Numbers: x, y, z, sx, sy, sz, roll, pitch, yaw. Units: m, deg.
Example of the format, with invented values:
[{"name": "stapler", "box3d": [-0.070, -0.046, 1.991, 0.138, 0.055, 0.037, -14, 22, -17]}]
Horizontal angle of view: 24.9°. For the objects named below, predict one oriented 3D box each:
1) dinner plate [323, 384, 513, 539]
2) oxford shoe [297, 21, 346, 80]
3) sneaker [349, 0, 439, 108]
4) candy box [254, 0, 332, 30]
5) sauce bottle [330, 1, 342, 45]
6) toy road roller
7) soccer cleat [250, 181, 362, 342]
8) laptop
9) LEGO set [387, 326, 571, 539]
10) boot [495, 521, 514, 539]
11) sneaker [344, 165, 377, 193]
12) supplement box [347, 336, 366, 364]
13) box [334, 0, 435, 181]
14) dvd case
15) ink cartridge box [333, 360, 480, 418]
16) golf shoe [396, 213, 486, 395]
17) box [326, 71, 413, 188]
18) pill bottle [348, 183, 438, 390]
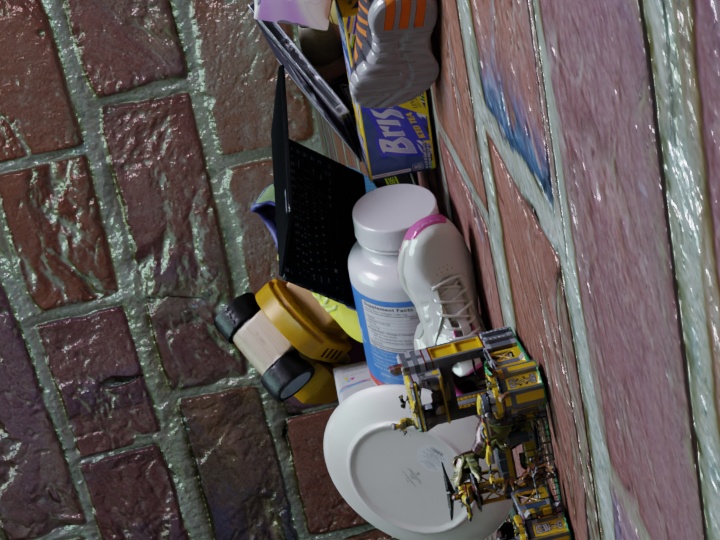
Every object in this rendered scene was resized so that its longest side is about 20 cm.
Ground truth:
[{"name": "dinner plate", "box3d": [0.053, 0.199, 1.596, 0.024, 0.199, 0.201, -56, -39, -53]}, {"name": "oxford shoe", "box3d": [-0.029, -0.294, 1.768, 0.200, 0.071, 0.074, -86, -23, -46]}, {"name": "sneaker", "box3d": [0.026, -0.228, 1.411, 0.200, 0.077, 0.112, 108, 154, -63]}, {"name": "candy box", "box3d": [-0.050, -0.343, 1.474, 0.200, 0.071, 0.168, -94, 15, -51]}, {"name": "sauce bottle", "box3d": [-0.004, -0.274, 1.676, 0.066, 0.066, 0.200, -107, -3, -51]}, {"name": "toy road roller", "box3d": [-0.056, 0.062, 1.847, 0.123, 0.146, 0.200, 49, -170, 18]}, {"name": "soccer cleat", "box3d": [-0.049, -0.002, 1.722, 0.065, 0.084, 0.201, -29, 93, 49]}, {"name": "laptop", "box3d": [-0.033, -0.078, 1.636, 0.200, 0.103, 0.178, 23, -131, -38]}, {"name": "LEGO set", "box3d": [0.090, 0.145, 1.309, 0.154, 0.115, 0.201, -109, 6, -60]}, {"name": "boot", "box3d": [0.155, 0.335, 1.643, 0.200, 0.072, 0.167, -120, 28, -84]}, {"name": "sneaker", "box3d": [0.016, -0.032, 1.817, 0.200, 0.076, 0.081, 50, 169, 23]}, {"name": "supplement box", "box3d": [0.031, 0.078, 1.982, 0.103, 0.130, 0.201, 170, 85, -87]}, {"name": "box", "box3d": [0.024, -0.183, 1.541, 0.064, 0.070, 0.200, -103, 2, -45]}, {"name": "dvd case", "box3d": [-0.049, -0.191, 1.669, 0.149, 0.016, 0.200, 51, 179, 11]}, {"name": "ink cartridge box", "box3d": [0.054, 0.151, 1.735, 0.200, 0.144, 0.085, -116, 14, -76]}, {"name": "golf shoe", "box3d": [0.087, 0.040, 1.497, 0.092, 0.075, 0.200, 49, 159, 49]}, {"name": "box", "box3d": [-0.003, -0.195, 1.863, 0.193, 0.047, 0.200, 59, -172, -37]}, {"name": "pill bottle", "box3d": [0.048, 0.020, 1.597, 0.112, 0.112, 0.201, -108, 6, -56]}]
